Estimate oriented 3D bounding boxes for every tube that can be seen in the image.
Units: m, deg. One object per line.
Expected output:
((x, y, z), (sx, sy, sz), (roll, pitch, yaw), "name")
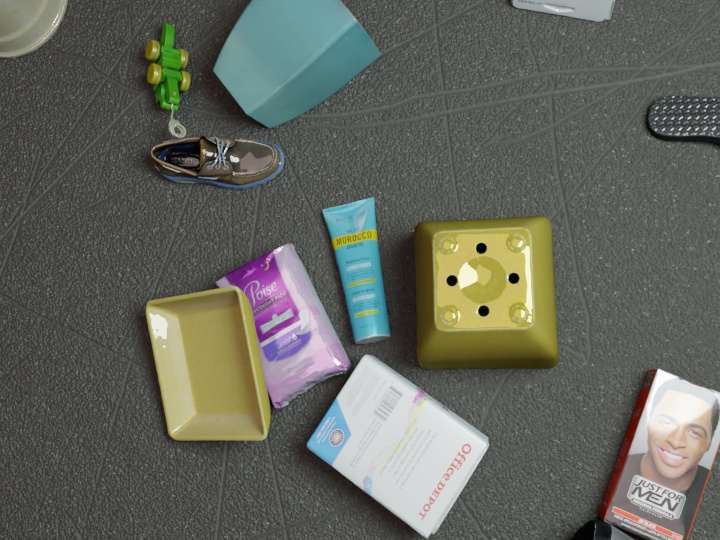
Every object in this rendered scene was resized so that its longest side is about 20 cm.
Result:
((0.000, 0.000, 1.081), (0.076, 0.050, 0.203), (-11, 75, 1), "tube")

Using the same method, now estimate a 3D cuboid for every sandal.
((0.489, -0.195, 1.023), (0.198, 0.048, 0.076), (15, 86, 24), "sandal")

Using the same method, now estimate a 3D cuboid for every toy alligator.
((-0.294, -0.279, 1.160), (0.054, 0.059, 0.203), (-30, 62, 46), "toy alligator")

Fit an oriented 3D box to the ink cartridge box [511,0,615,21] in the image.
((0.302, -0.470, 1.070), (0.144, 0.084, 0.203), (12, 84, 11), "ink cartridge box")

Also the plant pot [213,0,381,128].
((-0.100, -0.311, 1.094), (0.200, 0.141, 0.142), (-41, 77, 9), "plant pot")

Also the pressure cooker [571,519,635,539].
((0.323, 0.415, 0.899), (0.198, 0.179, 0.177), (31, 128, 12), "pressure cooker")

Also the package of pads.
((-0.105, 0.076, 1.070), (0.119, 0.076, 0.202), (-28, 78, 4), "package of pads")

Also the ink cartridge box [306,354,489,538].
((0.053, 0.229, 1.016), (0.199, 0.085, 0.145), (34, 89, 14), "ink cartridge box")

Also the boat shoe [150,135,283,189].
((-0.213, -0.160, 1.123), (0.197, 0.072, 0.073), (-3, 82, 10), "boat shoe")

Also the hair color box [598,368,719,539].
((0.384, 0.237, 0.969), (0.100, 0.061, 0.203), (20, 85, 13), "hair color box")

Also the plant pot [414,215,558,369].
((0.156, 0.022, 0.968), (0.191, 0.200, 0.199), (-2, 81, 10), "plant pot")

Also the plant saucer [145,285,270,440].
((-0.201, 0.128, 1.052), (0.198, 0.048, 0.203), (-9, 93, 37), "plant saucer")

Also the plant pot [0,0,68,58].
((-0.586, -0.458, 1.175), (0.197, 0.183, 0.204), (-1, 82, 10), "plant pot")
